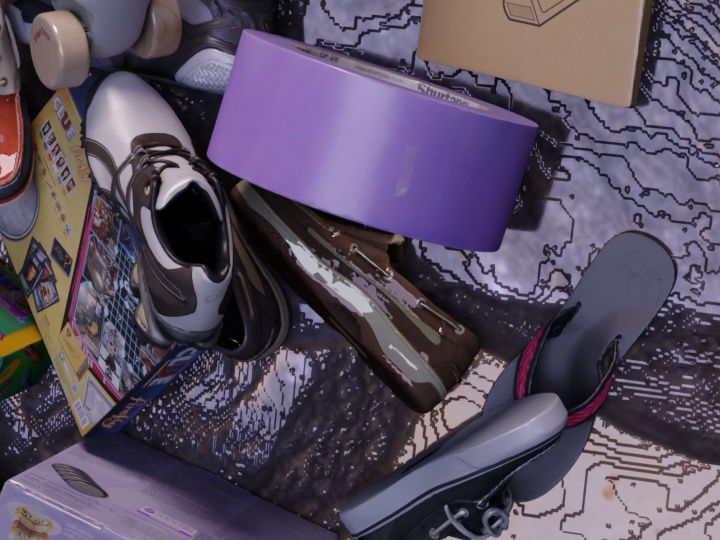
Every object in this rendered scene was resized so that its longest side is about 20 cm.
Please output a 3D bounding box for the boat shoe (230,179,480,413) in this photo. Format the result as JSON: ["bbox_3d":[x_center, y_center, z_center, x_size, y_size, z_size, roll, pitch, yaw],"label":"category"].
[{"bbox_3d":[0.000,0.002,1.349,0.075,0.075,0.202,-42,84,-11],"label":"boat shoe"}]

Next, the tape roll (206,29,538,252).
[{"bbox_3d":[0.008,-0.083,1.265,0.198,0.200,0.086,20,99,10],"label":"tape roll"}]

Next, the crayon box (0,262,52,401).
[{"bbox_3d":[-0.308,0.007,1.381,0.200,0.119,0.058,41,107,7],"label":"crayon box"}]

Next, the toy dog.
[{"bbox_3d":[-0.163,-0.214,1.254,0.096,0.131,0.201,44,118,35],"label":"toy dog"}]

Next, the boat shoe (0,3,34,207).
[{"bbox_3d":[-0.259,-0.142,1.320,0.070,0.063,0.202,-9,76,-18],"label":"boat shoe"}]

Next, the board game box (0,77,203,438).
[{"bbox_3d":[-0.179,-0.008,1.339,0.135,0.034,0.201,-41,67,43],"label":"board game box"}]

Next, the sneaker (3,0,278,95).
[{"bbox_3d":[-0.141,-0.188,1.357,0.198,0.075,0.115,12,93,9],"label":"sneaker"}]

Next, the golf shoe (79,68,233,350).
[{"bbox_3d":[-0.117,-0.053,1.251,0.095,0.077,0.201,-52,53,52],"label":"golf shoe"}]

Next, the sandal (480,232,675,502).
[{"bbox_3d":[0.139,0.064,1.327,0.075,0.045,0.201,32,100,8],"label":"sandal"}]

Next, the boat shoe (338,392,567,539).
[{"bbox_3d":[0.070,0.147,1.314,0.199,0.074,0.068,-34,92,33],"label":"boat shoe"}]

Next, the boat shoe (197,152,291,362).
[{"bbox_3d":[-0.120,-0.025,1.362,0.074,0.073,0.200,-41,86,12],"label":"boat shoe"}]

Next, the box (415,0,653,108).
[{"bbox_3d":[0.119,-0.219,1.277,0.162,0.021,0.202,17,108,32],"label":"box"}]

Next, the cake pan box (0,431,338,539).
[{"bbox_3d":[-0.123,0.179,1.324,0.198,0.184,0.053,24,103,9],"label":"cake pan box"}]
